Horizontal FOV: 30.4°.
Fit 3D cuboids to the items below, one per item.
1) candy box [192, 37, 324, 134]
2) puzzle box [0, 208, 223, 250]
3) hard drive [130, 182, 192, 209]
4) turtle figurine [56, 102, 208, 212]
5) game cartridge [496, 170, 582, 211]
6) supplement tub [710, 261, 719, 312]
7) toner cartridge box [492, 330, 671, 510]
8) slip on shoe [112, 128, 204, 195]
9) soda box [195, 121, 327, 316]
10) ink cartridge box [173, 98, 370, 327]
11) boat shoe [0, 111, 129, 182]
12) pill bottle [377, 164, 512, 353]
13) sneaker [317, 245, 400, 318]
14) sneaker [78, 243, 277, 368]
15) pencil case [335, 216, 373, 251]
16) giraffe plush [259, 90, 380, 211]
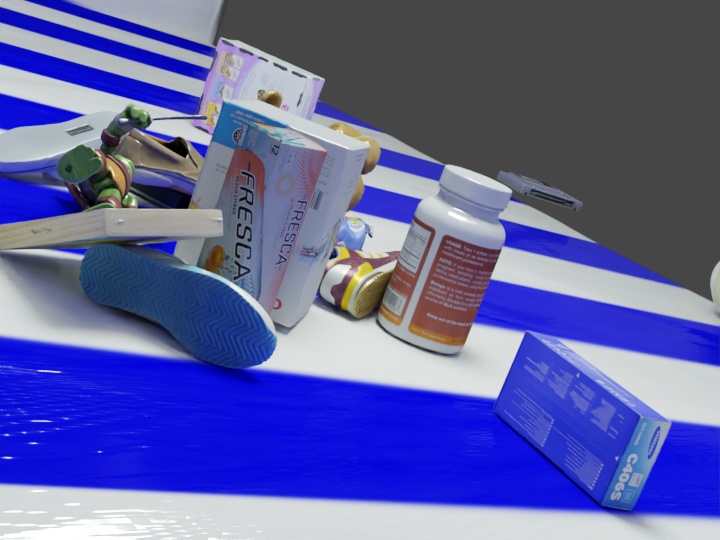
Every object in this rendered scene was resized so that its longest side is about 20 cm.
[{"bbox_3d":[-0.185,-0.304,2.396,0.199,0.169,0.071,26,15,21],"label":"candy box"},{"bbox_3d":[-0.240,-0.038,1.252,0.132,0.026,0.199,-1,-2,-45],"label":"puzzle box"},{"bbox_3d":[-0.284,-0.130,1.797,0.199,0.033,0.139,26,13,23],"label":"hard drive"},{"bbox_3d":[-0.251,-0.108,1.500,0.198,0.145,0.194,18,16,4],"label":"turtle figurine"},{"bbox_3d":[0.458,-0.205,3.391,0.198,0.039,0.130,14,18,-30],"label":"game cartridge"},{"bbox_3d":[0.755,0.045,2.531,0.144,0.146,0.200,20,12,-6],"label":"supplement tub"},{"bbox_3d":[0.213,0.143,1.306,0.043,0.096,0.200,13,15,-31],"label":"toner cartridge box"},{"bbox_3d":[-0.230,-0.139,1.698,0.199,0.061,0.076,10,20,-47],"label":"slip on shoe"},{"bbox_3d":[-0.105,-0.041,1.312,0.063,0.202,0.068,30,17,39],"label":"soda box"},{"bbox_3d":[-0.097,-0.065,1.432,0.146,0.202,0.145,22,10,5],"label":"ink cartridge box"},{"bbox_3d":[-0.365,-0.140,1.625,0.199,0.066,0.074,-17,46,-37],"label":"boat shoe"},{"bbox_3d":[0.103,-0.015,1.549,0.111,0.202,0.112,20,12,-5],"label":"pill bottle"},{"bbox_3d":[0.000,0.000,1.615,0.090,0.075,0.200,29,13,14],"label":"sneaker"},{"bbox_3d":[-0.159,0.026,1.235,0.199,0.077,0.081,27,11,15],"label":"sneaker"},{"bbox_3d":[-0.085,-0.050,1.682,0.198,0.079,0.087,15,20,-26],"label":"pencil case"},{"bbox_3d":[-0.097,-0.153,1.788,0.162,0.174,0.199,35,-15,-31],"label":"giraffe plush"}]
